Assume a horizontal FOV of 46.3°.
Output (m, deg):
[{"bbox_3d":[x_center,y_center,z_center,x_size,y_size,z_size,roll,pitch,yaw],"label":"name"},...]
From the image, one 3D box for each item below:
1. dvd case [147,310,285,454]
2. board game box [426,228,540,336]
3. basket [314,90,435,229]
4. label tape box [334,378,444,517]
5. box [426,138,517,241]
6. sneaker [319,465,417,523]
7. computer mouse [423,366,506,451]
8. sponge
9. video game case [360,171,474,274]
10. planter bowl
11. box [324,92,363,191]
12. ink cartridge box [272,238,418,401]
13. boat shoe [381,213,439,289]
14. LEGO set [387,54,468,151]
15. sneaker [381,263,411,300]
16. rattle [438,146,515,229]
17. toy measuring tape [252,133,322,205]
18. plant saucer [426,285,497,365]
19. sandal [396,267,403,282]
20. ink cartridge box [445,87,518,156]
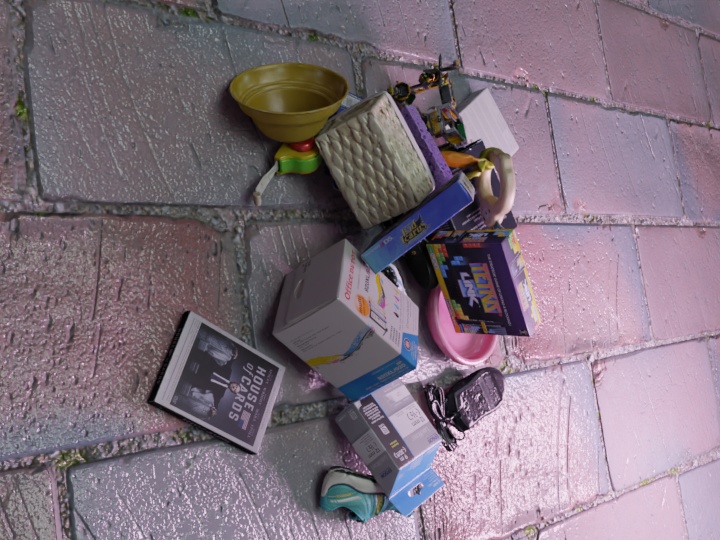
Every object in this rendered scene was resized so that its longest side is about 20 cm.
[{"bbox_3d":[-0.214,0.174,1.293,0.200,0.025,0.151,35,58,-32],"label":"dvd case"},{"bbox_3d":[0.228,0.024,1.561,0.057,0.165,0.201,-42,120,-40],"label":"board game box"},{"bbox_3d":[0.023,-0.187,1.461,0.201,0.135,0.123,61,24,-13],"label":"basket"},{"bbox_3d":[0.068,0.298,1.444,0.200,0.066,0.143,53,35,14],"label":"label tape box"},{"bbox_3d":[0.189,-0.128,1.687,0.196,0.117,0.201,-32,102,-43],"label":"box"},{"bbox_3d":[0.011,0.391,1.440,0.199,0.077,0.080,25,83,-32],"label":"sneaker"},{"bbox_3d":[0.206,0.255,1.664,0.199,0.053,0.139,-24,96,-34],"label":"computer mouse"},{"bbox_3d":[0.102,-0.197,1.571,0.030,0.112,0.201,2,52,-39],"label":"sponge"},{"bbox_3d":[0.101,-0.083,1.414,0.046,0.200,0.181,52,14,-3],"label":"video game case"},{"bbox_3d":[-0.119,-0.272,1.418,0.200,0.200,0.084,-38,143,-42],"label":"planter bowl"},{"bbox_3d":[-0.010,-0.227,1.577,0.121,0.032,0.201,17,68,-39],"label":"box"},{"bbox_3d":[-0.020,0.082,1.390,0.200,0.144,0.148,43,33,-28],"label":"ink cartridge box"},{"bbox_3d":[0.090,-0.053,1.606,0.063,0.073,0.202,-25,92,-46],"label":"boat shoe"},{"bbox_3d":[0.124,-0.307,1.627,0.116,0.153,0.201,21,64,-67],"label":"LEGO set"},{"bbox_3d":[0.061,0.057,1.523,0.073,0.071,0.201,-54,144,-37],"label":"sneaker"},{"bbox_3d":[0.220,-0.125,1.591,0.142,0.130,0.201,-13,116,-34],"label":"rattle"},{"bbox_3d":[-0.113,-0.176,1.434,0.074,0.073,0.201,49,46,-24],"label":"toy measuring tape"},{"bbox_3d":[0.199,0.092,1.692,0.200,0.051,0.202,13,71,-42],"label":"plant saucer"},{"bbox_3d":[0.000,-0.001,1.512,0.200,0.075,0.048,14,43,-40],"label":"sandal"},{"bbox_3d":[0.251,-0.282,1.840,0.200,0.047,0.161,-44,111,-35],"label":"ink cartridge box"}]
